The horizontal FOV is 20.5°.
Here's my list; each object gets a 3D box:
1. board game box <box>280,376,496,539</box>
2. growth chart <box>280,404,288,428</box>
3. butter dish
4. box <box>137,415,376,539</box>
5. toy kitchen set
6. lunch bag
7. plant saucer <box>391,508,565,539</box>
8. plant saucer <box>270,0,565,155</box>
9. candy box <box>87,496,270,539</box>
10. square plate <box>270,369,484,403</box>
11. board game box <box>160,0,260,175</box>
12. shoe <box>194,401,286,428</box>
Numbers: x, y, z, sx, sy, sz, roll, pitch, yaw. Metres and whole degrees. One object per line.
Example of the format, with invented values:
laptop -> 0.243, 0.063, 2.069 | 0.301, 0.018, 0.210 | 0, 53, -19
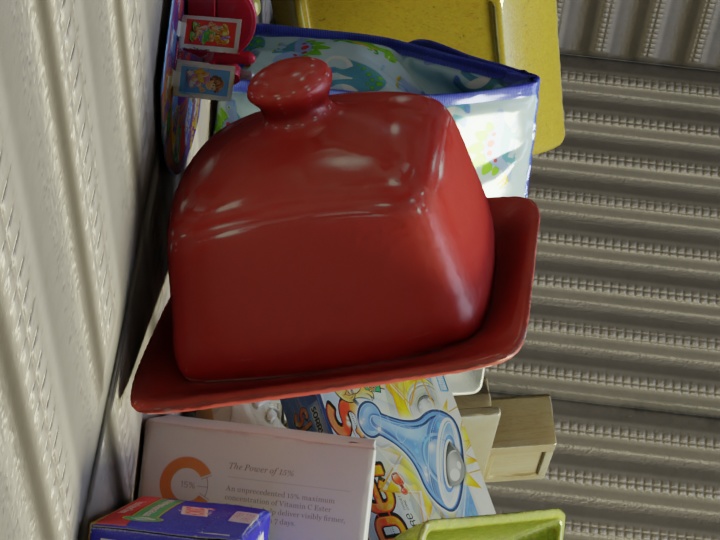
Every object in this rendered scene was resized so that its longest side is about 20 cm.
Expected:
board game box -> 0.029, 0.151, 1.274 | 0.034, 0.135, 0.201 | -37, -118, 36
growth chart -> -0.067, 0.187, 1.485 | 0.145, 0.018, 0.201 | 101, -1, -65
butter dish -> -0.020, -0.034, 0.994 | 0.200, 0.198, 0.149 | -73, 152, -64
box -> -0.062, 0.185, 1.079 | 0.097, 0.123, 0.202 | 63, 34, -87
toy kitchen set -> 0.046, 0.064, 1.557 | 0.163, 0.198, 0.182 | 96, -11, -65
lunch bag -> 0.008, -0.055, 1.259 | 0.128, 0.198, 0.171 | -79, 175, -62
plant saucer -> 0.049, 0.237, 1.146 | 0.199, 0.048, 0.202 | 9, 88, -61
plant saucer -> 0.034, -0.147, 1.354 | 0.201, 0.198, 0.049 | 80, 17, -45
candy box -> -0.093, 0.214, 0.945 | 0.169, 0.076, 0.202 | 51, 46, -86
square plate -> 0.000, 0.000, 1.386 | 0.028, 0.198, 0.200 | -119, -149, -59
board game box -> -0.067, -0.147, 1.028 | 0.158, 0.039, 0.202 | 65, 32, -86
shoe -> -0.059, 0.125, 1.241 | 0.070, 0.053, 0.202 | -35, 111, -77
